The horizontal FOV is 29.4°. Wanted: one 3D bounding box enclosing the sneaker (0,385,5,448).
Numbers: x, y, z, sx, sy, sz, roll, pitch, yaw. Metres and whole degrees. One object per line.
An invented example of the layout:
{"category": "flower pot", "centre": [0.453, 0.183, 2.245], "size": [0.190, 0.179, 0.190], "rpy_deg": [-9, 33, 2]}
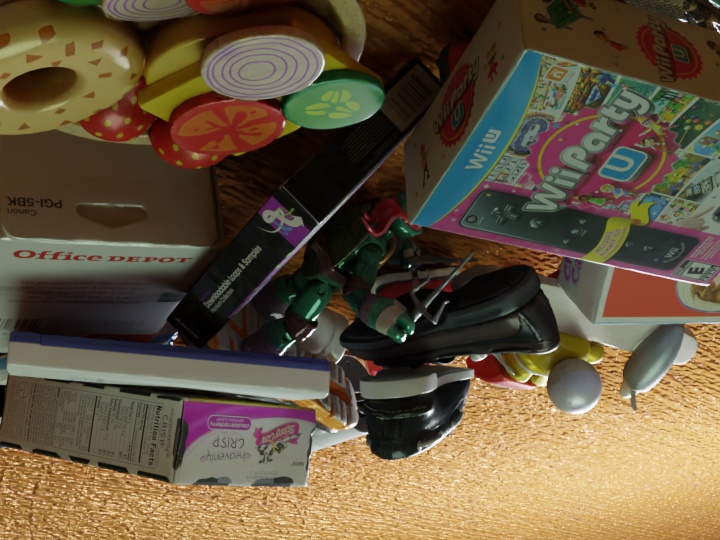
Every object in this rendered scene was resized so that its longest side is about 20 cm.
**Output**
{"category": "sneaker", "centre": [-0.268, 0.117, 1.217], "size": [0.198, 0.081, 0.115], "rpy_deg": [2, 158, -18]}

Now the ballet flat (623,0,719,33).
{"category": "ballet flat", "centre": [0.209, -0.147, 0.782], "size": [0.199, 0.068, 0.075], "rpy_deg": [19, 168, -37]}

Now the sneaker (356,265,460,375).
{"category": "sneaker", "centre": [0.045, 0.054, 1.165], "size": [0.077, 0.085, 0.200], "rpy_deg": [-6, 158, -10]}

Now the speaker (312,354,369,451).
{"category": "speaker", "centre": [-0.081, 0.149, 1.357], "size": [0.199, 0.082, 0.081], "rpy_deg": [-21, 154, 29]}

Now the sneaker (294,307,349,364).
{"category": "sneaker", "centre": [-0.110, 0.065, 1.182], "size": [0.199, 0.075, 0.100], "rpy_deg": [-26, 139, 27]}

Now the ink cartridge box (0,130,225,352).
{"category": "ink cartridge box", "centre": [-0.192, -0.016, 0.918], "size": [0.146, 0.083, 0.200], "rpy_deg": [3, 156, -25]}

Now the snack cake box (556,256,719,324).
{"category": "snack cake box", "centre": [0.253, -0.026, 0.993], "size": [0.199, 0.067, 0.115], "rpy_deg": [1, 117, -21]}

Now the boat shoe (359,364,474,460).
{"category": "boat shoe", "centre": [0.042, 0.105, 1.050], "size": [0.075, 0.061, 0.200], "rpy_deg": [-3, 179, 20]}

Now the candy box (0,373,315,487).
{"category": "candy box", "centre": [-0.151, 0.116, 1.012], "size": [0.199, 0.061, 0.136], "rpy_deg": [5, 175, 40]}

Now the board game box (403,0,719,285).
{"category": "board game box", "centre": [0.143, -0.071, 0.762], "size": [0.199, 0.065, 0.148], "rpy_deg": [12, 141, -18]}

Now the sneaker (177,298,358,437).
{"category": "sneaker", "centre": [-0.084, 0.086, 1.092], "size": [0.077, 0.079, 0.200], "rpy_deg": [-26, 134, 24]}

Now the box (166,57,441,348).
{"category": "box", "centre": [-0.038, -0.038, 0.868], "size": [0.143, 0.036, 0.200], "rpy_deg": [-48, -176, -35]}

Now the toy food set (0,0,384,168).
{"category": "toy food set", "centre": [-0.091, -0.104, 0.678], "size": [0.197, 0.049, 0.200], "rpy_deg": [-20, 155, 28]}

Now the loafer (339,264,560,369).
{"category": "loafer", "centre": [0.063, 0.050, 1.023], "size": [0.200, 0.063, 0.072], "rpy_deg": [-17, -159, 48]}

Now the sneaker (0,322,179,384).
{"category": "sneaker", "centre": [-0.224, 0.041, 1.067], "size": [0.199, 0.072, 0.073], "rpy_deg": [-14, 150, 5]}

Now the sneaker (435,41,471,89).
{"category": "sneaker", "centre": [0.127, -0.092, 0.858], "size": [0.098, 0.071, 0.200], "rpy_deg": [-16, 155, 24]}

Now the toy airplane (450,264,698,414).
{"category": "toy airplane", "centre": [0.179, 0.045, 1.111], "size": [0.199, 0.142, 0.199], "rpy_deg": [-6, 152, 6]}

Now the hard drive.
{"category": "hard drive", "centre": [-0.131, 0.065, 0.911], "size": [0.199, 0.026, 0.132], "rpy_deg": [6, 173, -13]}

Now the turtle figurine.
{"category": "turtle figurine", "centre": [0.000, 0.000, 1.011], "size": [0.200, 0.101, 0.150], "rpy_deg": [-34, -170, 27]}
